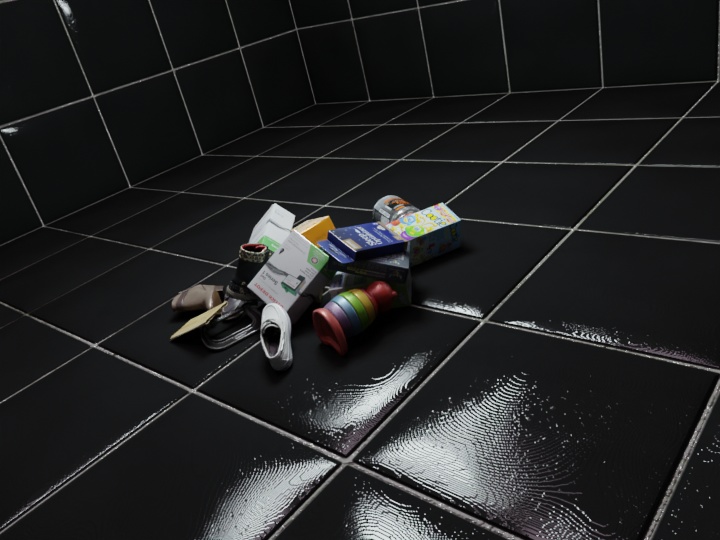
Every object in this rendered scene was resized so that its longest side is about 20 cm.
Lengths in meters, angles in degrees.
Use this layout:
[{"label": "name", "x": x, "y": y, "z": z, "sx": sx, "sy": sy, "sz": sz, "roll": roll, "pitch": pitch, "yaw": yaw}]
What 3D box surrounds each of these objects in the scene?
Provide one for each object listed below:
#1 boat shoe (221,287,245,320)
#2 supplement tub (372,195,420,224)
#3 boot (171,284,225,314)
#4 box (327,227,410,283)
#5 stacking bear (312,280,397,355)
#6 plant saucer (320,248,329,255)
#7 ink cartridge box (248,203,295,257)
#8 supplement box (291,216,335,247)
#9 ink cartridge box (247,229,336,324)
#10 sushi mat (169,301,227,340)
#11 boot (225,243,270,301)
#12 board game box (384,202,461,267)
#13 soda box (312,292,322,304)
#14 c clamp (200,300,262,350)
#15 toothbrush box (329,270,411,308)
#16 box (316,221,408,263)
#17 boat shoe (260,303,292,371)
[{"label": "boat shoe", "x": -0.361, "y": 0.068, "z": 1.809, "sx": 0.072, "sy": 0.065, "sz": 0.200, "roll": -4, "pitch": 30, "yaw": 13}, {"label": "supplement tub", "x": 0.125, "y": -0.155, "z": 1.947, "sx": 0.122, "sy": 0.123, "sz": 0.200, "roll": -21, "pitch": 27, "yaw": -13}, {"label": "boot", "x": -0.475, "y": 0.094, "z": 1.813, "sx": 0.146, "sy": 0.070, "sz": 0.200, "roll": -11, "pitch": 16, "yaw": 1}, {"label": "box", "x": 0.025, "y": -0.039, "z": 1.583, "sx": 0.200, "sy": 0.051, "sz": 0.158, "roll": 10, "pitch": 28, "yaw": 0}, {"label": "stacking bear", "x": -0.005, "y": 0.095, "z": 1.505, "sx": 0.200, "sy": 0.114, "sz": 0.121, "roll": -31, "pitch": 30, "yaw": -24}, {"label": "plant saucer", "x": -0.098, "y": -0.074, "z": 1.958, "sx": 0.201, "sy": 0.039, "sz": 0.201, "roll": -26, "pitch": 13, "yaw": 6}, {"label": "ink cartridge box", "x": -0.287, "y": -0.087, "z": 1.935, "sx": 0.146, "sy": 0.084, "sz": 0.200, "roll": -42, "pitch": 27, "yaw": 39}, {"label": "supplement box", "x": -0.169, "y": -0.108, "z": 1.982, "sx": 0.126, "sy": 0.074, "sz": 0.200, "roll": -33, "pitch": 13, "yaw": -21}, {"label": "ink cartridge box", "x": -0.176, "y": 0.018, "z": 1.642, "sx": 0.146, "sy": 0.084, "sz": 0.200, "roll": 37, "pitch": 86, "yaw": 25}, {"label": "sushi mat", "x": -0.436, "y": 0.138, "z": 1.681, "sx": 0.200, "sy": 0.012, "sz": 0.096, "roll": -24, "pitch": 16, "yaw": 43}, {"label": "boot", "x": -0.260, "y": 0.007, "z": 1.725, "sx": 0.203, "sy": 0.154, "sz": 0.073, "roll": 1, "pitch": 29, "yaw": -34}, {"label": "board game box", "x": 0.178, "y": -0.099, "z": 1.802, "sx": 0.200, "sy": 0.105, "sz": 0.103, "roll": -21, "pitch": 44, "yaw": -16}, {"label": "soda box", "x": -0.142, "y": 0.022, "z": 1.790, "sx": 0.064, "sy": 0.068, "sz": 0.200, "roll": -10, "pitch": 26, "yaw": 7}, {"label": "c clamp", "x": -0.349, "y": 0.138, "z": 1.687, "sx": 0.200, "sy": 0.027, "sz": 0.171, "roll": -32, "pitch": 49, "yaw": -30}, {"label": "toothbrush box", "x": 0.031, "y": 0.038, "z": 1.651, "sx": 0.200, "sy": 0.086, "sz": 0.146, "roll": -10, "pitch": 26, "yaw": 12}, {"label": "box", "x": 0.005, "y": -0.072, "z": 1.551, "sx": 0.200, "sy": 0.032, "sz": 0.121, "roll": -14, "pitch": 37, "yaw": -35}, {"label": "boat shoe", "x": -0.211, "y": 0.148, "z": 1.502, "sx": 0.072, "sy": 0.066, "sz": 0.200, "roll": -19, "pitch": 47, "yaw": 9}]
